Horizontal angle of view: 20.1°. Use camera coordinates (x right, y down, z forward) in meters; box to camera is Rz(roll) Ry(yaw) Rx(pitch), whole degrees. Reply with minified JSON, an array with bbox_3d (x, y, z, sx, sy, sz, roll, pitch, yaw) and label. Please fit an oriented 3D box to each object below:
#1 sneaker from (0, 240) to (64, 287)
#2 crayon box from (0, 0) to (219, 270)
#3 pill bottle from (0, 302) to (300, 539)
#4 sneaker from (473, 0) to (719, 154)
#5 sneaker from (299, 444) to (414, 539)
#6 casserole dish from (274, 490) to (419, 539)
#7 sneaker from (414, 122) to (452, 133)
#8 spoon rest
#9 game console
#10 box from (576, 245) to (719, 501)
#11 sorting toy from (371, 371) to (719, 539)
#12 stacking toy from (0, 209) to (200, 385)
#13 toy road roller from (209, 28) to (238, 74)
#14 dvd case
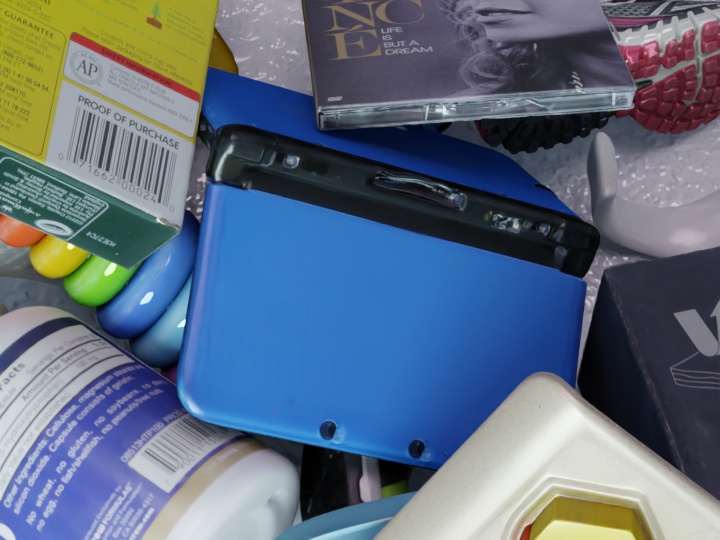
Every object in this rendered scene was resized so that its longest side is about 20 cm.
[{"bbox_3d":[-0.179,-0.034,1.007,0.199,0.082,0.074,24,92,-22],"label":"sneaker"},{"bbox_3d":[-0.129,-0.114,0.913,0.127,0.051,0.201,26,54,-26],"label":"crayon box"},{"bbox_3d":[-0.139,0.086,0.930,0.200,0.120,0.120,32,62,20],"label":"pill bottle"},{"bbox_3d":[0.138,-0.121,1.080,0.199,0.081,0.075,-8,49,-28],"label":"sneaker"},{"bbox_3d":[0.019,0.065,0.979,0.082,0.072,0.201,7,64,-18],"label":"sneaker"},{"bbox_3d":[0.036,0.147,0.910,0.199,0.122,0.039,-12,27,-10],"label":"casserole dish"},{"bbox_3d":[0.016,-0.084,1.078,0.078,0.066,0.201,16,58,4],"label":"sneaker"},{"bbox_3d":[0.208,-0.030,1.064,0.199,0.061,0.100,8,58,-13],"label":"spoon rest"},{"bbox_3d":[0.000,0.000,0.961,0.199,0.119,0.171,15,17,-25],"label":"game console"},{"bbox_3d":[0.226,0.088,0.946,0.196,0.118,0.201,-11,60,-9],"label":"box"},{"bbox_3d":[0.094,0.163,0.832,0.200,0.185,0.036,39,27,-5],"label":"sorting toy"},{"bbox_3d":[-0.121,-0.012,0.950,0.200,0.085,0.086,34,57,-18],"label":"stacking toy"},{"bbox_3d":[-0.151,-0.129,1.066,0.200,0.123,0.146,-35,103,2],"label":"toy road roller"},{"bbox_3d":[0.046,-0.126,1.014,0.148,0.016,0.200,-4,31,-2],"label":"dvd case"}]
